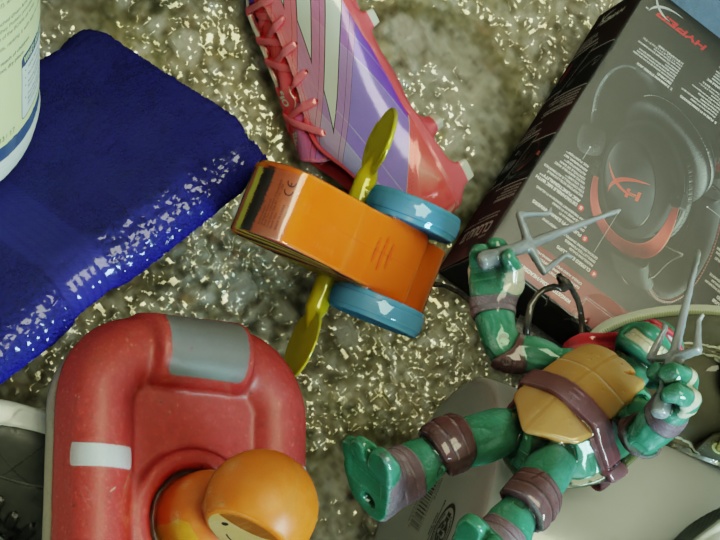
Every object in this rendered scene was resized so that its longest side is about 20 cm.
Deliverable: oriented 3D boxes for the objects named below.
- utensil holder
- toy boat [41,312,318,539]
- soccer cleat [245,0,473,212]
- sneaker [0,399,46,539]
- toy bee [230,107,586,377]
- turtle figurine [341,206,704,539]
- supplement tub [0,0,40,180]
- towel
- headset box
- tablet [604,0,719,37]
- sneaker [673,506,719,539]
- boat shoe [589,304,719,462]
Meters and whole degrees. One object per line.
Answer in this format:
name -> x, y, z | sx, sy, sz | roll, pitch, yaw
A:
utensil holder -> 0.120, 0.162, 1.295 | 0.199, 0.170, 0.171 | 23, 72, -16
toy boat -> -0.067, 0.114, 1.182 | 0.130, 0.130, 0.202 | 7, 75, -33
soccer cleat -> -0.020, -0.101, 1.350 | 0.076, 0.067, 0.201 | -34, 92, -9
sneaker -> -0.156, 0.124, 1.238 | 0.199, 0.071, 0.100 | 18, 68, -23
toy bee -> 0.000, 0.000, 1.277 | 0.131, 0.108, 0.200 | -52, 126, -18
turtle figurine -> 0.094, 0.057, 1.177 | 0.200, 0.149, 0.101 | -39, 129, -30
supplement tub -> -0.217, -0.138, 1.178 | 0.144, 0.201, 0.146 | 4, 46, -4
towel -> -0.158, -0.024, 1.249 | 0.200, 0.050, 0.147 | -40, 52, -22
headset box -> 0.148, -0.025, 1.385 | 0.148, 0.075, 0.201 | 35, 72, -9
tablet -> 0.221, -0.069, 1.468 | 0.129, 0.014, 0.201 | -19, 86, -24
sneaker -> 0.171, 0.150, 1.191 | 0.199, 0.070, 0.081 | -27, 83, -25
boat shoe -> 0.206, 0.068, 1.284 | 0.200, 0.060, 0.073 | 12, 112, -1
